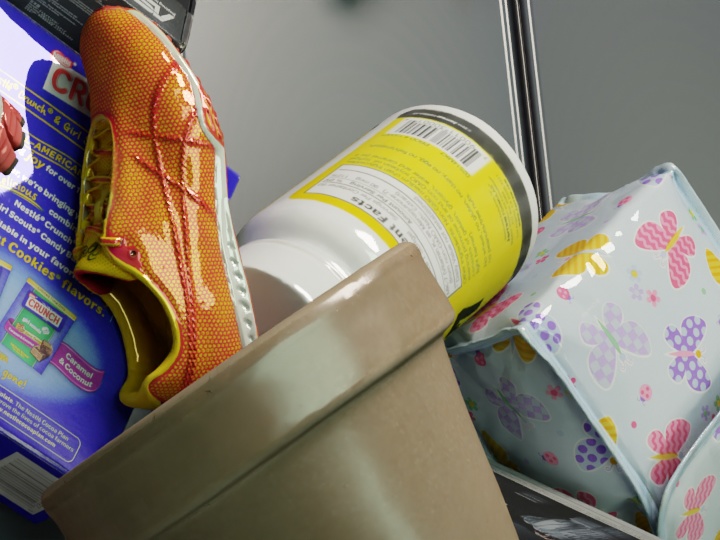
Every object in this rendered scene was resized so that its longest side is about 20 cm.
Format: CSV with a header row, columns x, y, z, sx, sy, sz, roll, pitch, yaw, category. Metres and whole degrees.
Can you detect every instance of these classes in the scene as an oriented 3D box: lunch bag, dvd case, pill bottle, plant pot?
x,y,z,sx,sy,sz,roll,pitch,yaw,category
0.157,0.070,1.555,0.170,0.127,0.200,-44,108,-37,lunch bag
0.052,0.128,1.407,0.200,0.150,0.025,4,106,-54,dvd case
0.000,0.000,1.449,0.115,0.114,0.200,58,41,-5,pill bottle
-0.012,0.112,1.225,0.200,0.200,0.175,-36,91,-38,plant pot

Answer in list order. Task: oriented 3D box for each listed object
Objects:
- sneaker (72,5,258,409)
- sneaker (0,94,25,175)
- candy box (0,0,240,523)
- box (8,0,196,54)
x,y,z,sx,sy,sz,roll,pitch,yaw,category
-0.105,-0.032,1.336,0.077,0.073,0.201,-9,78,-32,sneaker
-0.257,-0.051,1.268,0.082,0.199,0.078,57,12,-39,sneaker
-0.172,-0.007,1.372,0.169,0.077,0.201,36,57,-19,candy box
-0.169,-0.200,1.424,0.200,0.049,0.162,37,32,-20,box
